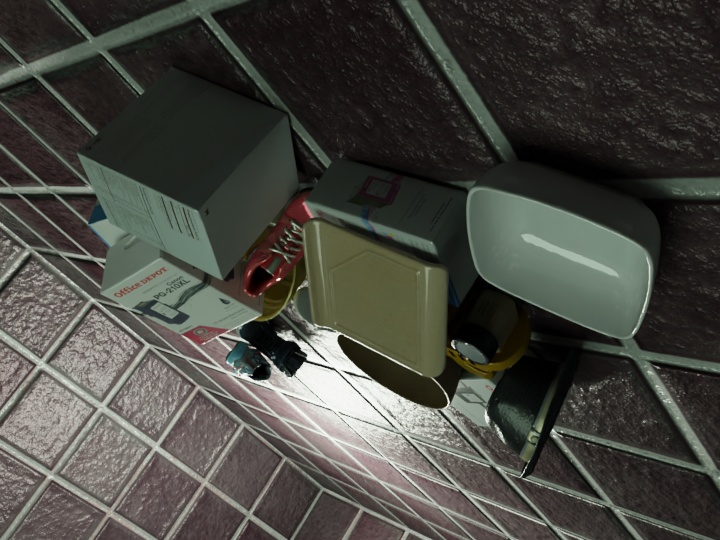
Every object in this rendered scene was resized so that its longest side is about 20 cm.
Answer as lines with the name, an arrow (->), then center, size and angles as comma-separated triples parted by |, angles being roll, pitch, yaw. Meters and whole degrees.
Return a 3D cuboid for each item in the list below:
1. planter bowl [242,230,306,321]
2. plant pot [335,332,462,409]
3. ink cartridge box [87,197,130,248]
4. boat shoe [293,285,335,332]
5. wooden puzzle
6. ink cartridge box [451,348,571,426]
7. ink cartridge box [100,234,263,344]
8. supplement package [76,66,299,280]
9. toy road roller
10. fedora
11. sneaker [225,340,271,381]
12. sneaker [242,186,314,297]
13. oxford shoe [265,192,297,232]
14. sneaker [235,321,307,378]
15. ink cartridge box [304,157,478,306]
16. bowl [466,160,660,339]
planter bowl -> -0.140, -0.022, 1.268 | 0.083, 0.202, 0.200 | -6, -168, -44
plant pot -> 0.080, 0.102, 1.200 | 0.200, 0.135, 0.201 | 28, 158, 13
ink cartridge box -> -0.319, -0.119, 1.235 | 0.125, 0.201, 0.129 | -14, 137, 20
boat shoe -> -0.037, 0.066, 1.336 | 0.199, 0.072, 0.066 | 12, -176, -34
wooden puzzle -> 0.021, 0.032, 0.989 | 0.199, 0.037, 0.186 | 20, 135, 26
ink cartridge box -> 0.213, 0.182, 1.248 | 0.145, 0.084, 0.200 | 40, 159, -15
ink cartridge box -> -0.264, 0.018, 1.172 | 0.144, 0.085, 0.200 | -26, 138, 30
supplement package -> -0.219, -0.132, 1.037 | 0.199, 0.192, 0.147 | 25, 150, 20
toy road roller -> 0.135, 0.069, 1.065 | 0.199, 0.123, 0.146 | 21, 155, 31
fedora -> 0.229, 0.183, 1.080 | 0.091, 0.201, 0.201 | 24, 157, 16
sneaker -> -0.254, 0.237, 1.857 | 0.095, 0.079, 0.200 | 38, 174, 17
sneaker -> -0.103, -0.030, 1.107 | 0.074, 0.087, 0.200 | 35, 122, -12
oxford shoe -> -0.138, -0.111, 1.154 | 0.199, 0.071, 0.075 | 23, 147, 12
sneaker -> -0.202, 0.176, 1.831 | 0.146, 0.077, 0.202 | 36, 172, 28
ink cartridge box -> 0.045, -0.051, 0.995 | 0.199, 0.085, 0.145 | 21, 155, 33
bowl -> 0.214, -0.031, 0.807 | 0.199, 0.075, 0.200 | 24, 158, 24
